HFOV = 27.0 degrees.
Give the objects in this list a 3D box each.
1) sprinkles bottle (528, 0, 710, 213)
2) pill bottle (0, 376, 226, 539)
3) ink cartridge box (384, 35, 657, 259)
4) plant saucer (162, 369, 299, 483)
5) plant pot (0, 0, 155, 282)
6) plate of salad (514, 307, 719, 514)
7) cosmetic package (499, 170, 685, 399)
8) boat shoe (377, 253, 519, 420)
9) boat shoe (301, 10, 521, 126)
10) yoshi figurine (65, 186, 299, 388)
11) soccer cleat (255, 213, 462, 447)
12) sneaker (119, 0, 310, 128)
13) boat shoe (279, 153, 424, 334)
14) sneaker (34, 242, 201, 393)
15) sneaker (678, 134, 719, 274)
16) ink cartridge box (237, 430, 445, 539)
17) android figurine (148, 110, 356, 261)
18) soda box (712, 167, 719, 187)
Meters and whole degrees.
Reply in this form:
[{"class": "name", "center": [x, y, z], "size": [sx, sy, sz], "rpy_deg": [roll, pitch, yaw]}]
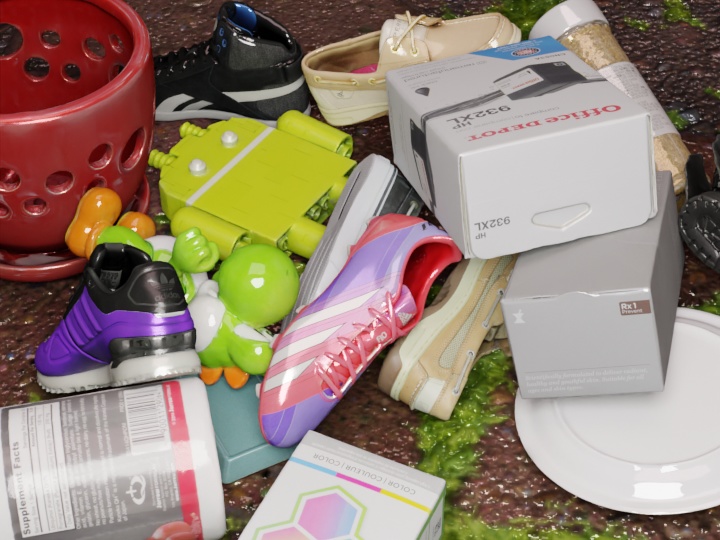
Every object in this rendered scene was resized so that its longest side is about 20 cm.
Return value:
[{"class": "sprinkles bottle", "center": [0.216, -0.135, 1.262], "size": [0.068, 0.068, 0.201], "rpy_deg": [-20, 66, -19]}, {"class": "pill bottle", "center": [-0.193, 0.139, 0.986], "size": [0.198, 0.111, 0.111], "rpy_deg": [-9, 43, -8]}, {"class": "ink cartridge box", "center": [0.114, -0.097, 1.114], "size": [0.144, 0.084, 0.200], "rpy_deg": [-13, 27, -9]}, {"class": "plant saucer", "center": [-0.112, 0.075, 1.124], "size": [0.070, 0.019, 0.200], "rpy_deg": [-20, 45, -20]}, {"class": "plant pot", "center": [-0.257, -0.106, 1.200], "size": [0.199, 0.183, 0.201], "rpy_deg": [-1, 42, 1]}, {"class": "plate of salad", "center": [0.210, 0.101, 1.066], "size": [0.199, 0.048, 0.201], "rpy_deg": [-7, 40, 6]}, {"class": "cosmetic package", "center": [0.173, 0.007, 1.086], "size": [0.106, 0.091, 0.200], "rpy_deg": [-4, 28, 21]}, {"class": "boat shoe", "center": [0.095, 0.037, 1.134], "size": [0.076, 0.072, 0.200], "rpy_deg": [31, 60, 15]}, {"class": "boat shoe", "center": [0.036, -0.177, 1.249], "size": [0.199, 0.069, 0.074], "rpy_deg": [-16, 40, 31]}, {"class": "yoshi figurine", "center": [-0.118, 0.000, 1.118], "size": [0.199, 0.113, 0.112], "rpy_deg": [33, 45, 28]}, {"class": "soccer cleat", "center": [-0.002, 0.042, 1.065], "size": [0.076, 0.067, 0.201], "rpy_deg": [13, 58, 38]}, {"class": "sneaker", "center": [-0.141, -0.194, 1.345], "size": [0.198, 0.112, 0.073], "rpy_deg": [8, 42, 9]}, {"class": "boat shoe", "center": [0.000, 0.000, 1.161], "size": [0.071, 0.072, 0.201], "rpy_deg": [32, 61, -13]}, {"class": "sneaker", "center": [-0.174, 0.031, 1.056], "size": [0.069, 0.100, 0.200], "rpy_deg": [-8, -1, -36]}, {"class": "sneaker", "center": [0.306, -0.009, 1.147], "size": [0.200, 0.060, 0.104], "rpy_deg": [57, 33, 8]}, {"class": "ink cartridge box", "center": [-0.031, 0.203, 0.951], "size": [0.103, 0.060, 0.200], "rpy_deg": [18, 46, 19]}, {"class": "android figurine", "center": [-0.086, -0.072, 1.267], "size": [0.199, 0.041, 0.182], "rpy_deg": [26, 49, 24]}, {"class": "soda box", "center": [0.388, -0.055, 1.221], "size": [0.199, 0.064, 0.071], "rpy_deg": [13, 45, 16]}]
